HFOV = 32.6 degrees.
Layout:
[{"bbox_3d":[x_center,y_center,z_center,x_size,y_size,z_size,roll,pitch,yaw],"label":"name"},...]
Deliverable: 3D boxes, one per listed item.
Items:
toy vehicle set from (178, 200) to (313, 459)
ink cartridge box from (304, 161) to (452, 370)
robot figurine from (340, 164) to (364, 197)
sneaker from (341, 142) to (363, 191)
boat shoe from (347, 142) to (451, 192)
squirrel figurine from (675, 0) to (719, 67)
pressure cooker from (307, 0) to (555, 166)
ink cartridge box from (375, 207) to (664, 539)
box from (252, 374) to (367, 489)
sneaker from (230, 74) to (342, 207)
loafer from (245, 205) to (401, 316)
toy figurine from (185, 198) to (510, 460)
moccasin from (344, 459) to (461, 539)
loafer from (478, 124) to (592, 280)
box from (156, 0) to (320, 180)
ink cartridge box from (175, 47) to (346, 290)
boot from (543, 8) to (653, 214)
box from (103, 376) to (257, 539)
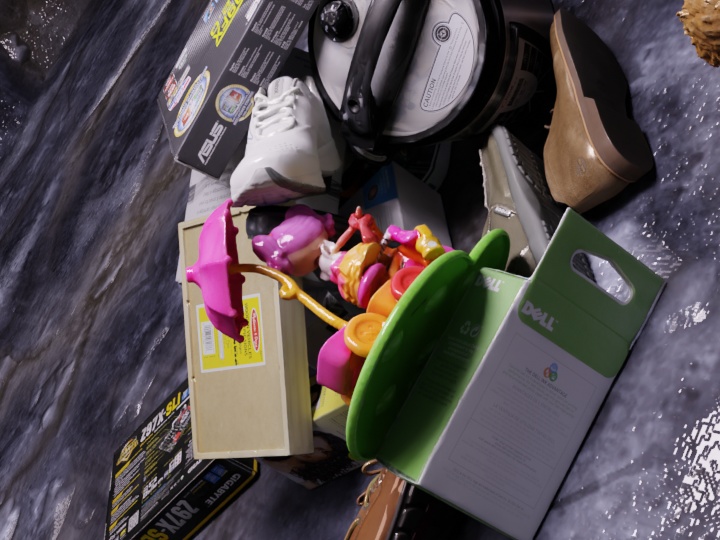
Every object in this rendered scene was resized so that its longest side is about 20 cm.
[{"bbox_3d":[-0.095,0.050,0.999,0.124,0.026,0.202,-9,83,45],"label":"toy vehicle set"},{"bbox_3d":[-0.010,0.013,1.104,0.200,0.067,0.116,-43,32,26],"label":"ink cartridge box"},{"bbox_3d":[-0.075,-0.088,1.265,0.117,0.143,0.201,112,170,-51],"label":"robot figurine"},{"bbox_3d":[-0.024,-0.167,1.216,0.088,0.077,0.201,12,55,27],"label":"sneaker"},{"bbox_3d":[0.043,-0.164,1.174,0.071,0.091,0.201,-33,36,39],"label":"boat shoe"},{"bbox_3d":[0.281,-0.221,0.795,0.200,0.141,0.187,-39,26,27],"label":"squirrel figurine"},{"bbox_3d":[0.053,-0.187,1.014,0.178,0.200,0.177,-19,89,31],"label":"pressure cooker"},{"bbox_3d":[0.107,0.066,0.814,0.201,0.104,0.059,-61,28,-6],"label":"ink cartridge box"},{"bbox_3d":[-0.003,0.113,0.983,0.200,0.075,0.050,-34,35,41],"label":"box"},{"bbox_3d":[-0.063,-0.100,0.939,0.074,0.088,0.200,-8,14,6],"label":"sneaker"},{"bbox_3d":[0.000,0.000,0.957,0.068,0.199,0.071,16,88,63],"label":"loafer"},{"bbox_3d":[-0.023,0.003,0.846,0.200,0.183,0.151,-45,-27,-37],"label":"toy figurine"},{"bbox_3d":[0.029,0.170,0.879,0.078,0.073,0.203,15,83,54],"label":"moccasin"},{"bbox_3d":[0.116,-0.037,0.937,0.070,0.075,0.201,-39,32,24],"label":"loafer"},{"bbox_3d":[-0.102,-0.196,1.043,0.201,0.044,0.160,-58,25,16],"label":"box"},{"bbox_3d":[-0.087,-0.083,1.110,0.145,0.083,0.202,-9,70,53],"label":"ink cartridge box"},{"bbox_3d":[0.166,-0.128,0.961,0.075,0.073,0.201,-45,32,36],"label":"boot"},{"bbox_3d":[-0.179,0.191,1.222,0.200,0.049,0.160,-45,27,25],"label":"box"}]
